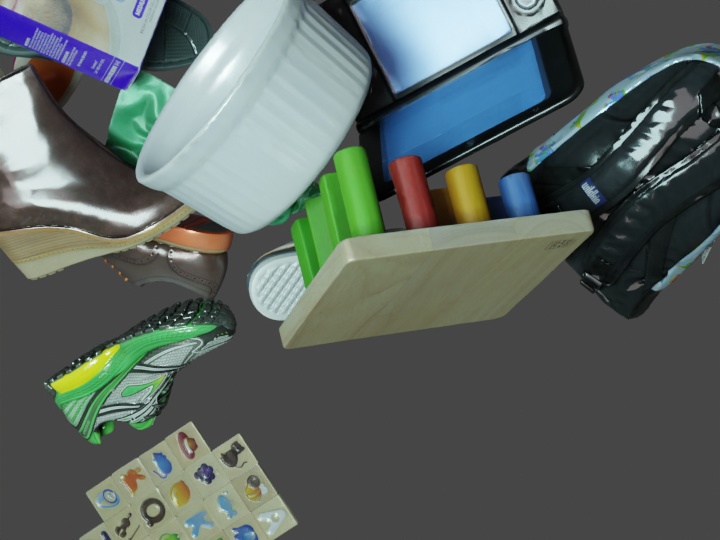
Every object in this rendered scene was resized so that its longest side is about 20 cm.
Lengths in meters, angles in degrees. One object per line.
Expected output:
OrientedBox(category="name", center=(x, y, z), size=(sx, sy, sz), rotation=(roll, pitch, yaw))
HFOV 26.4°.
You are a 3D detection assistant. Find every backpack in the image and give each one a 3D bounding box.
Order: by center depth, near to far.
OrientedBox(category="backpack", center=(0.241, -0.090, 1.212), size=(0.163, 0.154, 0.200), rotation=(46, 128, 6))

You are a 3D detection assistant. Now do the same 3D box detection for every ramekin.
OrientedBox(category="ramekin", center=(-0.080, -0.126, 1.208), size=(0.098, 0.201, 0.201), rotation=(35, 107, -20))

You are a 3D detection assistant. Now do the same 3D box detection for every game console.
OrientedBox(category="game console", center=(0.063, -0.179, 1.247), size=(0.199, 0.116, 0.176), rotation=(-26, 92, 16))

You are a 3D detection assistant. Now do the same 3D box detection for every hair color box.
OrientedBox(category="hair color box", center=(-0.258, -0.241, 1.247), size=(0.199, 0.065, 0.110), rotation=(22, 71, -14))

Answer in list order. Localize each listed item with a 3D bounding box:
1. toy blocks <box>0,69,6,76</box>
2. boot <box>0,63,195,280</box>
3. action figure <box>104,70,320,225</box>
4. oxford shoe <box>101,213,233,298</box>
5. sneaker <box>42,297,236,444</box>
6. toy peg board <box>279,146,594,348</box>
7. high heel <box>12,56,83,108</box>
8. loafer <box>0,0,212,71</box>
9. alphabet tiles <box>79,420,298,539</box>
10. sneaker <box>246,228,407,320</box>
OrientedBox(category="toy blocks", center=(-0.355, -0.129, 1.337), size=(0.100, 0.200, 0.137), rotation=(-31, 103, 26))
OrientedBox(category="boot", center=(-0.235, -0.095, 1.271), size=(0.199, 0.072, 0.167), rotation=(-22, 111, 5))
OrientedBox(category="action figure", center=(-0.122, -0.092, 1.334), size=(0.199, 0.055, 0.118), rotation=(21, 118, -1))
OrientedBox(category="oxford shoe", center=(-0.215, -0.022, 1.369), size=(0.199, 0.071, 0.073), rotation=(13, 107, 12))
OrientedBox(category="sneaker", center=(-0.187, 0.089, 1.384), size=(0.200, 0.078, 0.085), rotation=(-29, 98, 26))
OrientedBox(category="toy peg board", center=(0.045, -0.027, 1.197), size=(0.198, 0.200, 0.098), rotation=(-8, 72, -20))
OrientedBox(category="high heel", center=(-0.278, -0.237, 1.373), size=(0.067, 0.096, 0.201), rotation=(6, 120, -27))
OrientedBox(category="loafer", center=(-0.230, -0.207, 1.321), size=(0.199, 0.063, 0.072), rotation=(1, 85, -22))
OrientedBox(category="alphabet tiles", center=(-0.162, 0.243, 1.429), size=(0.200, 0.006, 0.167), rotation=(-34, 89, 17))
OrientedBox(category="sneaker", center=(0.000, 0.000, 1.318), size=(0.199, 0.079, 0.079), rotation=(-2, 100, -11))
